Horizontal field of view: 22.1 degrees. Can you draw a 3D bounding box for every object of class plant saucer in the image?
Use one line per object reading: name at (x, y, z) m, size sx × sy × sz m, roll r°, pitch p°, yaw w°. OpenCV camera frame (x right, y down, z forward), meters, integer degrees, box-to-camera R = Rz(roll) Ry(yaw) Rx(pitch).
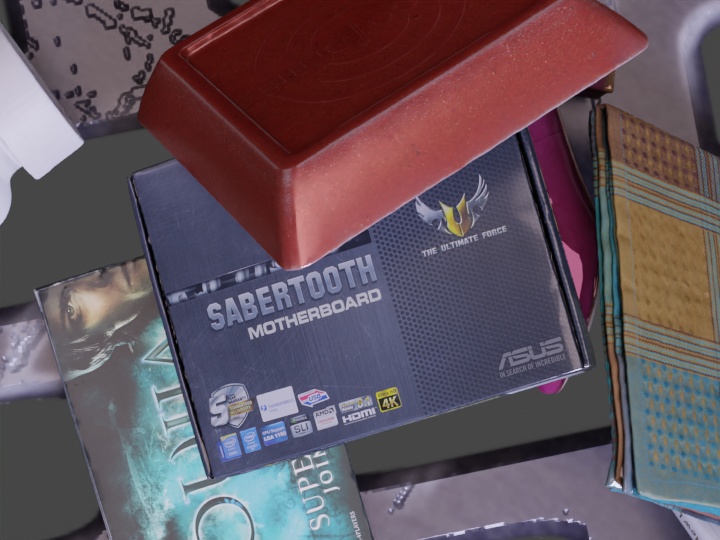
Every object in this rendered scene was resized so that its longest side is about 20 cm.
plant saucer at (0.003, -0.103, 0.876) m, size 0.199 × 0.200 × 0.037 m, roll -33°, pitch 127°, yaw -11°

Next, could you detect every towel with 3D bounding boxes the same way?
towel at (0.167, 0.029, 0.914) m, size 0.146 × 0.022 × 0.202 m, roll 20°, pitch 59°, yaw -39°

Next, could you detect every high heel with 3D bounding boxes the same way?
high heel at (0.075, -0.041, 0.947) m, size 0.095 × 0.067 × 0.202 m, roll 7°, pitch 78°, yaw -8°

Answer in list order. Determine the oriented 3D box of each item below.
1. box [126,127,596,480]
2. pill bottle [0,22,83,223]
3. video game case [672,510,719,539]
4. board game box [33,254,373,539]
box at (0.000, 0.000, 0.902) m, size 0.198 × 0.051 × 0.159 m, roll -16°, pitch 83°, yaw 10°
pill bottle at (-0.243, -0.042, 0.908) m, size 0.199 × 0.110 × 0.110 m, roll -36°, pitch 93°, yaw -3°
video game case at (0.277, 0.122, 0.946) m, size 0.199 × 0.022 × 0.183 m, roll -30°, pitch 72°, yaw -14°
board game box at (-0.078, 0.086, 0.962) m, size 0.134 × 0.028 × 0.202 m, roll -17°, pitch 91°, yaw -4°
